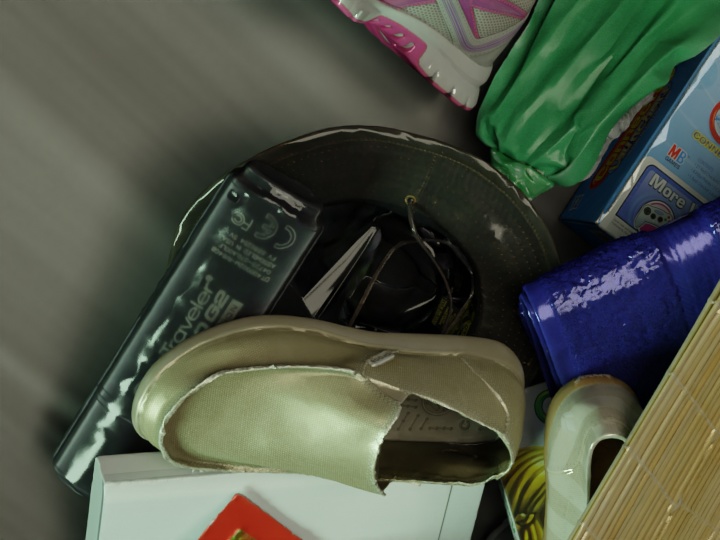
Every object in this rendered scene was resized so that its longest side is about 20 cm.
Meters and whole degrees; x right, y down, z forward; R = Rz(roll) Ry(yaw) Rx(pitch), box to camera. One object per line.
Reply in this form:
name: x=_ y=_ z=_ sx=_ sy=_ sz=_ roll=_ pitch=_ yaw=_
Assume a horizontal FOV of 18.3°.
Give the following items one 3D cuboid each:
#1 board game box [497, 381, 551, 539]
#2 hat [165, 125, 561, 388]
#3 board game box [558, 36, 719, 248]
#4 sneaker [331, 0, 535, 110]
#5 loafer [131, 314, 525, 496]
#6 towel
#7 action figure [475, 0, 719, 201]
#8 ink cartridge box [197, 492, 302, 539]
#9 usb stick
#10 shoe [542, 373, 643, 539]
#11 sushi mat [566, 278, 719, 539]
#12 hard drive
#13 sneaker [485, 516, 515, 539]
board game box: x=0.174 y=0.103 z=1.176 sx=0.199 sy=0.035 sz=0.127 roll=-17 pitch=76 yaw=0
hat: x=0.000 y=0.000 z=1.146 sx=0.200 sy=0.081 sz=0.201 roll=-2 pitch=116 yaw=-3
board game box: x=0.245 y=-0.052 z=1.239 sx=0.200 sy=0.056 sz=0.196 roll=36 pitch=83 yaw=-17
sneaker: x=0.018 y=-0.164 z=1.112 sx=0.088 sy=0.081 sz=0.200 roll=-50 pitch=140 yaw=6
loafer: x=-0.009 y=0.069 z=1.076 sx=0.199 sy=0.068 sz=0.076 roll=-2 pitch=127 yaw=-16
towel: x=0.186 y=0.024 z=1.125 sx=0.200 sy=0.050 sz=0.148 roll=-25 pitch=120 yaw=-3
action figure: x=0.123 y=-0.112 z=1.181 sx=0.118 sy=0.055 sz=0.200 roll=32 pitch=79 yaw=15
ink cartridge box: x=-0.041 y=0.225 z=1.134 sx=0.162 sy=0.050 sz=0.200 roll=-50 pitch=131 yaw=-2
usb stick: x=-0.086 y=0.036 z=1.096 sx=0.055 sy=0.033 sz=0.200 roll=31 pitch=112 yaw=-6
shoe: x=0.122 y=0.150 z=1.102 sx=0.070 sy=0.053 sz=0.201 roll=-12 pitch=113 yaw=-9
sushi mat: x=0.148 y=0.106 z=1.062 sx=0.096 sy=0.012 sz=0.200 roll=44 pitch=72 yaw=-40
hard drive: x=-0.041 y=0.141 z=1.146 sx=0.199 sy=0.027 sz=0.132 roll=-3 pitch=130 yaw=-17
sneaker: x=0.156 y=0.154 z=1.214 sx=0.199 sy=0.082 sz=0.075 roll=-13 pitch=98 yaw=-16
